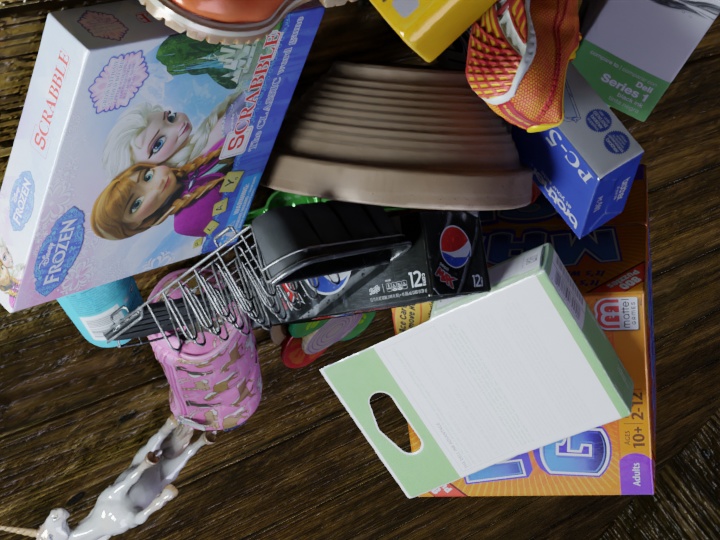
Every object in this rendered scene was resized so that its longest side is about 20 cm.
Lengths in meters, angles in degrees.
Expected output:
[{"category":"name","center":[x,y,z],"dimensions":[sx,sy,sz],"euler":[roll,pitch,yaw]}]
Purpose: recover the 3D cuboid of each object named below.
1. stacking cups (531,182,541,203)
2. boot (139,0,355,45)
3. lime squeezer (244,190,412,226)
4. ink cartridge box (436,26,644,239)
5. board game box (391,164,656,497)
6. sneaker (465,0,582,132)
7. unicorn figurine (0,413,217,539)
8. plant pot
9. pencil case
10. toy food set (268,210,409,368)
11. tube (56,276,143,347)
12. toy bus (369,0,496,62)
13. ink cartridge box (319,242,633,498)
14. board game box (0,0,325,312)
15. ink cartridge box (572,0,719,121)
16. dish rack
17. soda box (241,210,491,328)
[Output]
[{"category":"stacking cups","center":[0.175,-0.131,1.489],"dimensions":[0.200,0.060,0.061],"euler":[-51,168,-28]},{"category":"boot","center":[-0.046,-0.200,1.015],"dimensions":[0.200,0.075,0.108],"euler":[-32,158,-45]},{"category":"lime squeezer","center":[-0.035,-0.049,1.321],"dimensions":[0.198,0.038,0.071],"euler":[-5,173,11]},{"category":"ink cartridge box","center":[0.122,-0.128,1.273],"dimensions":[0.044,0.200,0.094],"euler":[-31,160,-16]},{"category":"board game box","center":[0.145,0.049,1.474],"dimensions":[0.200,0.198,0.201],"euler":[-76,161,-56]},{"category":"sneaker","center":[0.119,-0.185,1.214],"dimensions":[0.073,0.201,0.077],"euler":[-8,148,40]},{"category":"unicorn figurine","center":[-0.208,0.196,1.571],"dimensions":[0.137,0.074,0.200],"euler":[-39,170,34]},{"category":"plant pot","center":[0.026,-0.101,1.258],"dimensions":[0.200,0.200,0.093],"euler":[-9,106,-55]},{"category":"pencil case","center":[-0.127,0.067,1.435],"dimensions":[0.082,0.087,0.200],"euler":[-3,156,-1]},{"category":"toy food set","center":[-0.002,0.010,1.586],"dimensions":[0.198,0.049,0.200],"euler":[-39,161,-2]},{"category":"tube","center":[-0.192,-0.010,1.202],"dimensions":[0.077,0.050,0.200],"euler":[-43,157,-15]},{"category":"toy bus","center":[0.089,-0.237,1.157],"dimensions":[0.200,0.078,0.065],"euler":[-42,161,9]},{"category":"ink cartridge box","center":[0.090,0.081,1.355],"dimensions":[0.199,0.146,0.048],"euler":[-23,-155,24]},{"category":"board game box","center":[-0.131,-0.082,1.108],"dimensions":[0.199,0.041,0.201],"euler":[-20,143,-44]},{"category":"ink cartridge box","center":[0.240,-0.238,1.339],"dimensions":[0.200,0.084,0.147],"euler":[-59,-174,45]},{"category":"dish rack","center":[-0.079,0.012,1.234],"dimensions":[0.200,0.055,0.153],"euler":[-33,167,31]},{"category":"soda box","center":[0.000,0.000,1.333],"dimensions":[0.199,0.064,0.070],"euler":[-12,174,44]}]
